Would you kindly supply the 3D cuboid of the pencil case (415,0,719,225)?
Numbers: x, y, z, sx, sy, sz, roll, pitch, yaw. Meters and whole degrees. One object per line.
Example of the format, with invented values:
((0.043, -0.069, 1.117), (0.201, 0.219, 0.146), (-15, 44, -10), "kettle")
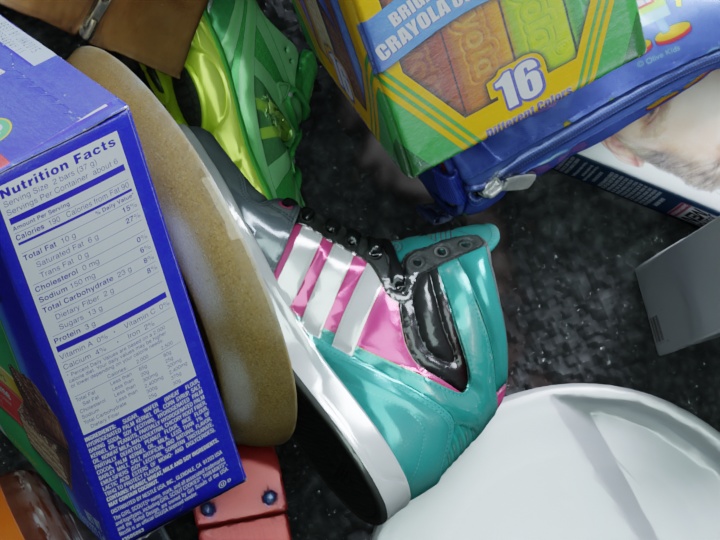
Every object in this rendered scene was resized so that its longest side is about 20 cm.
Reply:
((0.105, -0.096, 1.059), (0.200, 0.078, 0.087), (-28, 58, -5), "pencil case")

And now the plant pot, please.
((-0.093, -0.004, 1.036), (0.027, 0.200, 0.200), (-29, 86, -19), "plant pot")

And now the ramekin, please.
((0.098, 0.155, 1.083), (0.202, 0.094, 0.203), (0, 83, -3), "ramekin")

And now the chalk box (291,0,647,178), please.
((0.024, -0.166, 0.955), (0.124, 0.200, 0.124), (-28, 45, -6), "chalk box")

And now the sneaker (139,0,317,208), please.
((-0.049, -0.069, 1.106), (0.083, 0.074, 0.201), (-21, 100, -33), "sneaker")

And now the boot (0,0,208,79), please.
((-0.045, -0.175, 1.021), (0.188, 0.068, 0.200), (14, 106, -38), "boot")

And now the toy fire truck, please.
((-0.044, 0.172, 1.048), (0.049, 0.141, 0.201), (-10, 84, -5), "toy fire truck")

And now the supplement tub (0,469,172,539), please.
((-0.180, 0.161, 1.058), (0.200, 0.107, 0.107), (-30, 86, -6), "supplement tub")

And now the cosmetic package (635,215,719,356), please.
((0.187, -0.002, 1.054), (0.082, 0.200, 0.051), (-14, 85, -6), "cosmetic package")

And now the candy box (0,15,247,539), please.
((-0.141, -0.003, 1.003), (0.077, 0.169, 0.200), (-29, 126, -20), "candy box")

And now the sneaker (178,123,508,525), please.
((0.000, 0.000, 1.033), (0.121, 0.084, 0.200), (-31, 83, -20), "sneaker")

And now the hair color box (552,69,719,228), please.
((0.107, -0.102, 1.131), (0.199, 0.061, 0.100), (22, 83, -2), "hair color box")
